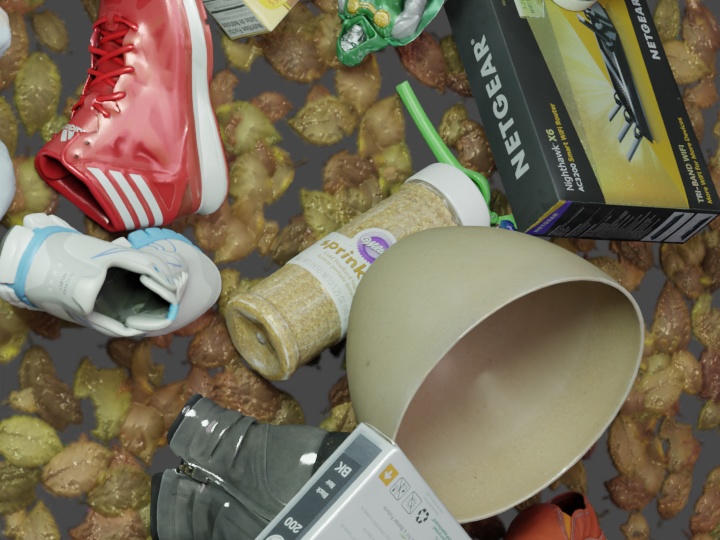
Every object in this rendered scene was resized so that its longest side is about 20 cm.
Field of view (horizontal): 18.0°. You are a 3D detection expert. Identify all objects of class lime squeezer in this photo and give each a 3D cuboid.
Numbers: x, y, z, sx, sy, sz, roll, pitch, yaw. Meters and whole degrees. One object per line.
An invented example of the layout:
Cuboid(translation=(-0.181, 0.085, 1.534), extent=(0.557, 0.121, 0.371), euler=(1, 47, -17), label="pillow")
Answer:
Cuboid(translation=(0.097, -0.061, 1.656), extent=(0.200, 0.038, 0.071), euler=(32, 71, -29), label="lime squeezer")

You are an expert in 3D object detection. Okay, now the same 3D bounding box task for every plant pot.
Cuboid(translation=(0.067, 0.048, 1.496), extent=(0.200, 0.134, 0.201), euler=(-23, 137, -23), label="plant pot")

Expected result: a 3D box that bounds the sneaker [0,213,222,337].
Cuboid(translation=(-0.139, 0.017, 1.428), extent=(0.200, 0.087, 0.075), euler=(5, 107, -59), label="sneaker")

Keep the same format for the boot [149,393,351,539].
Cuboid(translation=(-0.076, 0.188, 1.487), extent=(0.070, 0.131, 0.201), euler=(25, 75, -77), label="boot")

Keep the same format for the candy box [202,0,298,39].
Cuboid(translation=(-0.100, -0.267, 1.513), extent=(0.200, 0.055, 0.116), euler=(49, 64, -22), label="candy box")

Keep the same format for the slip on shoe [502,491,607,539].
Cuboid(translation=(0.125, 0.199, 1.614), extent=(0.200, 0.074, 0.061), euler=(-13, 87, -66), label="slip on shoe")

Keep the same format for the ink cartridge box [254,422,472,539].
Cuboid(translation=(-0.011, 0.226, 1.416), extent=(0.200, 0.043, 0.198), euler=(-47, 133, -12), label="ink cartridge box")

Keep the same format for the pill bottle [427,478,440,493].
Cuboid(translation=(0.024, 0.245, 1.552), extent=(0.109, 0.109, 0.201), euler=(-11, 95, -34), label="pill bottle")

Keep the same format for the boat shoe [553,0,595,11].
Cuboid(translation=(0.135, -0.290, 1.646), extent=(0.072, 0.061, 0.202), euler=(-22, 83, -39), label="boat shoe")

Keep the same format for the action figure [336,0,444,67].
Cuboid(translation=(0.038, -0.229, 1.591), extent=(0.200, 0.118, 0.055), euler=(-62, 152, -7), label="action figure")

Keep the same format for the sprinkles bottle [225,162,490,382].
Cuboid(translation=(0.000, 0.000, 1.568), extent=(0.200, 0.068, 0.068), euler=(-35, 108, -30), label="sprinkles bottle")

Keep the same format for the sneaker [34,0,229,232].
Cuboid(translation=(-0.157, -0.120, 1.457), extent=(0.115, 0.078, 0.200), euler=(-21, 99, -35), label="sneaker")

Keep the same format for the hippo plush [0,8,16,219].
Cuboid(translation=(-0.260, -0.065, 1.333), extent=(0.161, 0.159, 0.200), euler=(62, 39, -30), label="hippo plush")

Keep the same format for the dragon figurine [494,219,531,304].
Cuboid(translation=(0.125, 0.053, 1.632), extent=(0.059, 0.099, 0.200), euler=(-44, 115, -27), label="dragon figurine")

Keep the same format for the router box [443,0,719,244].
Cuboid(translation=(0.161, -0.119, 1.643), extent=(0.157, 0.052, 0.200), euler=(1, 60, -35), label="router box")
